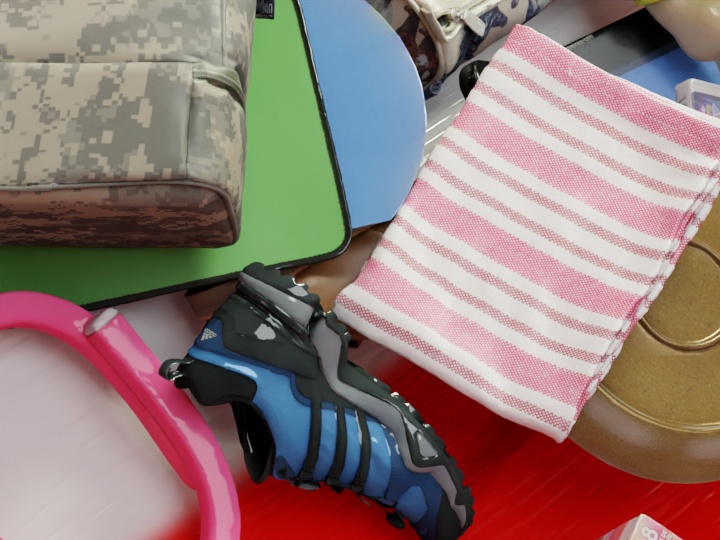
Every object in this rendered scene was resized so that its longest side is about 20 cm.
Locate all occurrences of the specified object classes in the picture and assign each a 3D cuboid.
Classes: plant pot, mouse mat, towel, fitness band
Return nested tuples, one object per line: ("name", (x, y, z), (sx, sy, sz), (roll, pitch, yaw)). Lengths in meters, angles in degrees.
("plant pot", (0.171, 0.015, 1.401), (0.200, 0.027, 0.200), (6, 70, -16))
("mouse mat", (-0.115, -0.062, 1.367), (0.200, 0.008, 0.161), (-12, 73, -4))
("towel", (0.093, -0.024, 1.362), (0.146, 0.030, 0.200), (27, 72, 18))
("fitness band", (-0.146, 0.103, 1.302), (0.144, 0.037, 0.200), (-41, 97, -29))

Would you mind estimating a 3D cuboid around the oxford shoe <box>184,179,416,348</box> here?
("oxford shoe", (0.000, 0.000, 1.415), (0.200, 0.071, 0.071), (-29, 99, -24))

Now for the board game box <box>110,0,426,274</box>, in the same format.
("board game box", (-0.065, -0.075, 1.406), (0.200, 0.039, 0.158), (-13, 66, -5))

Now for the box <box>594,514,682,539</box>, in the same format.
("box", (0.125, 0.242, 1.348), (0.095, 0.103, 0.200), (34, 60, -9))

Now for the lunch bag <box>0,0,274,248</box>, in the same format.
("lunch bag", (-0.146, -0.103, 1.303), (0.200, 0.139, 0.168), (1, 79, 3))

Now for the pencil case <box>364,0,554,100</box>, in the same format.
("pencil case", (0.080, -0.174, 1.504), (0.200, 0.089, 0.078), (-37, 121, -33))

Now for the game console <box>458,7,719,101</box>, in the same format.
("game console", (0.169, -0.054, 1.476), (0.200, 0.116, 0.176), (62, 19, 9))

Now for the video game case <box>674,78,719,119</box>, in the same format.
("video game case", (0.245, -0.002, 1.478), (0.143, 0.018, 0.200), (10, 68, -34))

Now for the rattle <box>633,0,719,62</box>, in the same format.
("rattle", (0.250, -0.212, 1.473), (0.143, 0.200, 0.130), (-17, 72, -39))

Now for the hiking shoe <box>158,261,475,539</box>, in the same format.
("hiking shoe", (-0.021, 0.086, 1.351), (0.087, 0.074, 0.200), (-45, 116, -10))
